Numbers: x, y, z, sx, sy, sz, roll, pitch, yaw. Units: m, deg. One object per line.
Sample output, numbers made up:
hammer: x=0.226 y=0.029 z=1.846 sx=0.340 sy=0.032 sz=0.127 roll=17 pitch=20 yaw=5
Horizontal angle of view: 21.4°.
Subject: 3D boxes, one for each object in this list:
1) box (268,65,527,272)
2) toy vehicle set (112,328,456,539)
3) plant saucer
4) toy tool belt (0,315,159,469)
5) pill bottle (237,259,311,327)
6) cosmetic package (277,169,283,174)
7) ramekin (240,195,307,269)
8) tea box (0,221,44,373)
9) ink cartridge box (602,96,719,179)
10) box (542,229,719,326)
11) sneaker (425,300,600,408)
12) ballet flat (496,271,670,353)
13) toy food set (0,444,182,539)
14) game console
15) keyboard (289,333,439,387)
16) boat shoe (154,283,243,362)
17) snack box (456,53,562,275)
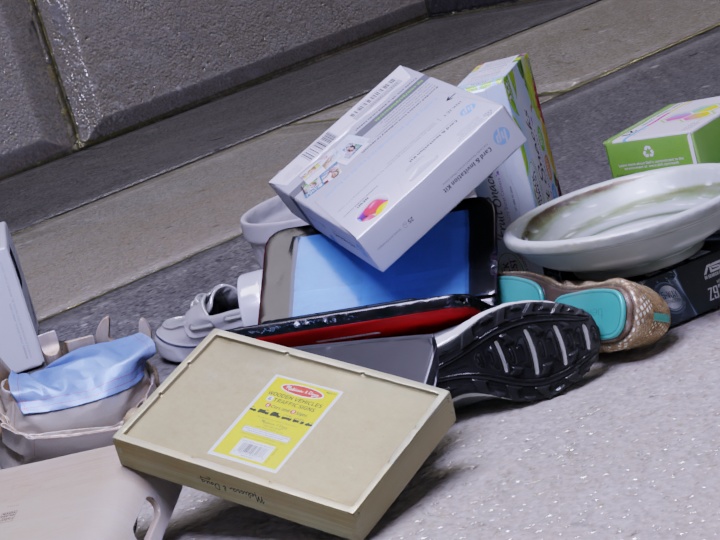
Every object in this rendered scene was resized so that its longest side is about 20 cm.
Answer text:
box: x=0.026 y=-0.087 z=1.531 sx=0.156 sy=0.041 sz=0.200 roll=-42 pitch=25 yaw=-8
toy vehicle set: x=-0.052 y=0.106 z=1.275 sx=0.200 sy=0.027 sz=0.124 roll=14 pitch=43 yaw=32
plant saucer: x=0.215 y=-0.032 z=1.501 sx=0.200 sy=0.050 sz=0.200 roll=-16 pitch=13 yaw=4
toy tool belt: x=-0.208 y=0.092 z=1.527 sx=0.200 sy=0.123 sz=0.125 roll=-20 pitch=13 yaw=-21
pill bottle: x=0.003 y=0.018 z=1.610 sx=0.200 sy=0.112 sz=0.112 roll=-15 pitch=12 yaw=8
cosmetic package: x=0.001 y=-0.070 z=2.045 sx=0.071 sy=0.102 sz=0.200 roll=-23 pitch=14 yaw=-31
ramekin: x=-0.007 y=-0.029 z=1.856 sx=0.200 sy=0.105 sz=0.200 roll=-16 pitch=13 yaw=4
tea box: x=-0.448 y=0.049 z=2.009 sx=0.197 sy=0.134 sz=0.200 roll=-17 pitch=12 yaw=-7
ink cartridge box: x=0.366 y=-0.124 z=1.869 sx=0.200 sy=0.076 sz=0.148 roll=-8 pitch=15 yaw=40
box: x=0.273 y=-0.010 z=1.552 sx=0.200 sy=0.044 sz=0.160 roll=-21 pitch=13 yaw=-20
sneaker: x=0.078 y=0.067 z=1.399 sx=0.200 sy=0.074 sz=0.079 roll=-16 pitch=7 yaw=1
ballet flat: x=0.162 y=0.037 z=1.475 sx=0.065 sy=0.071 sz=0.200 roll=7 pitch=0 yaw=-35
toy food set: x=-0.229 y=0.192 z=1.292 sx=0.200 sy=0.060 sz=0.144 roll=-14 pitch=24 yaw=15
game console: x=0.000 y=0.000 z=1.482 sx=0.200 sy=0.119 sz=0.172 roll=-10 pitch=-9 yaw=15
keyboard: x=-0.035 y=0.107 z=1.349 sx=0.200 sy=0.021 sz=0.127 roll=-8 pitch=51 yaw=37
boat shoe: x=-0.124 y=0.044 z=1.770 sx=0.200 sy=0.065 sz=0.074 roll=-4 pitch=17 yaw=44
snack box: x=0.137 y=-0.078 z=1.658 sx=0.053 sy=0.200 sz=0.142 roll=-12 pitch=13 yaw=18
